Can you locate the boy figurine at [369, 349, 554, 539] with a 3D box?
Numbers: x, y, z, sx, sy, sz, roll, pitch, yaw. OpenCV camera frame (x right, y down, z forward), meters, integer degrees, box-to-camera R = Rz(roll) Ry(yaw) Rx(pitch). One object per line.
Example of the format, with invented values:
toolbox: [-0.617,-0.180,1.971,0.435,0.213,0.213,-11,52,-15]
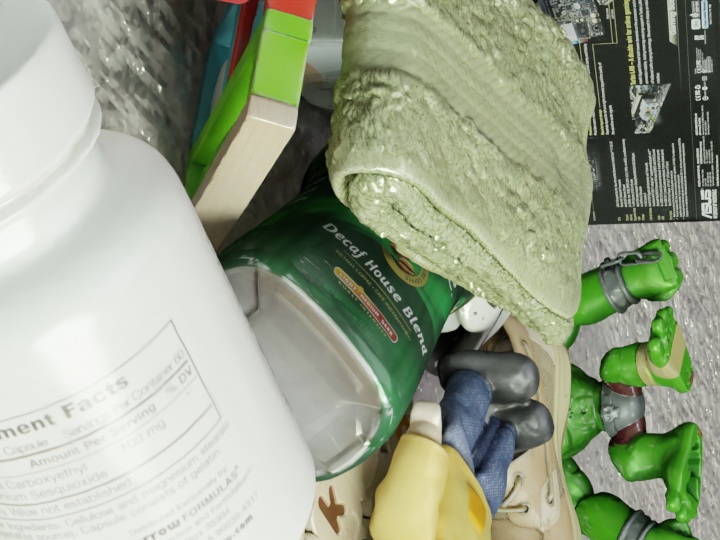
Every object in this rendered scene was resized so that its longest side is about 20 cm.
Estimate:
boy figurine: [0.044,0.123,0.823,0.201,0.064,0.125,-66,145,-51]

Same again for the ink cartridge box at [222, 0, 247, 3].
ink cartridge box: [-0.101,-0.178,0.519,0.198,0.083,0.146,5,80,-35]

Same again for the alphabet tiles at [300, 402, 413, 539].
alphabet tiles: [-0.008,0.134,0.818,0.196,0.014,0.201,60,35,-42]

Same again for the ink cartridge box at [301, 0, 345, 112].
ink cartridge box: [0.001,-0.157,0.883,0.200,0.050,0.164,47,43,-70]

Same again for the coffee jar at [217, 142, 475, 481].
coffee jar: [0.000,0.000,0.756,0.104,0.085,0.200,47,33,-6]

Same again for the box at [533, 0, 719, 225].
box: [0.122,-0.119,0.924,0.201,0.162,0.087,71,21,-51]

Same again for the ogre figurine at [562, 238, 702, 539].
ogre figurine: [0.149,0.090,1.045,0.098,0.119,0.202,-41,121,-54]

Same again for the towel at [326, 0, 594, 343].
towel: [0.051,-0.064,0.712,0.200,0.036,0.150,32,56,-52]

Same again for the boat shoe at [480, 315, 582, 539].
boat shoe: [0.083,0.124,0.969,0.064,0.071,0.202,28,56,-49]

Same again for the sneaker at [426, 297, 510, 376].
sneaker: [0.052,-0.015,0.884,0.089,0.073,0.201,-60,155,-31]

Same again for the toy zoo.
toy zoo: [-0.040,-0.121,0.704,0.131,0.020,0.202,132,-31,-62]

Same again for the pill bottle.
pill bottle: [-0.099,0.018,0.548,0.201,0.113,0.115,67,31,-34]
